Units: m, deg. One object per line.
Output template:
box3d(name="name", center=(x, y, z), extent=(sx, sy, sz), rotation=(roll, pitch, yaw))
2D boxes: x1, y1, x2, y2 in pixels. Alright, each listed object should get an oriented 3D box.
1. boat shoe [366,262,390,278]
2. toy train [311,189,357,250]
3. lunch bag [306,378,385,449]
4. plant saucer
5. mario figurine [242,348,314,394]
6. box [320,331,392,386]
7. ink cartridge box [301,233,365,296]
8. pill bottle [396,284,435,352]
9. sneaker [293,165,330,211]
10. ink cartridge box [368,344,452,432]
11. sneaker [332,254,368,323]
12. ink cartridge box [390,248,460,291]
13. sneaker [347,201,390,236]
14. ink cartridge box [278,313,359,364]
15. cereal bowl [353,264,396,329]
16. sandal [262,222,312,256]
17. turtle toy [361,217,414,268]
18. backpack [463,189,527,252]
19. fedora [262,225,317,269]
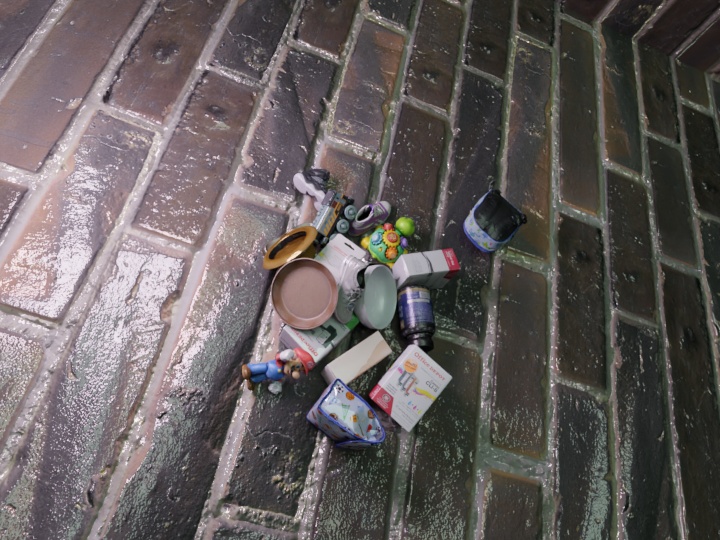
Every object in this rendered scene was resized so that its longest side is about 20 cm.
box3d(name="boat shoe", center=(0.000, 0.000, 1.739), extent=(0.197, 0.068, 0.073), rotation=(2, 64, -16))
box3d(name="toy train", center=(-0.095, -0.164, 1.734), extent=(0.113, 0.085, 0.202), rotation=(31, 85, -30))
box3d(name="lunch bag", center=(-0.036, 0.416, 1.462), extent=(0.199, 0.170, 0.124), rotation=(38, 62, 0))
box3d(name="plant saucer", center=(-0.158, 0.066, 1.529), extent=(0.198, 0.037, 0.203), rotation=(0, 89, 8))
box3d(name="mario figurine", center=(-0.222, 0.282, 1.473), extent=(0.198, 0.124, 0.107), rotation=(-16, 79, -5))
box3d(name="box", center=(-0.013, 0.273, 1.586), extent=(0.199, 0.095, 0.078), rotation=(-31, 79, -28))
box3d(name="ink cartridge box", center=(-0.083, -0.008, 1.626), extent=(0.116, 0.068, 0.200), rotation=(36, 55, 7))
box3d(name="pill bottle", center=(0.180, 0.155, 1.700), extent=(0.110, 0.112, 0.202), rotation=(4, 64, -18))
box3d(name="sneaker", center=(-0.127, -0.277, 1.821), extent=(0.200, 0.076, 0.114), rotation=(44, 57, 2))
box3d(name="ink cartridge box", center=(0.143, 0.334, 1.544), extent=(0.145, 0.145, 0.200), rotation=(40, 82, 4))
box3d(name="sneaker", center=(-0.026, 0.061, 1.543), extent=(0.081, 0.203, 0.074), rotation=(16, 16, 31))
box3d(name="ink cartridge box", center=(0.204, 0.005, 1.761), extent=(0.198, 0.145, 0.084), rotation=(-7, 66, -23))
box3d(name="sneaker", center=(0.047, -0.196, 1.823), extent=(0.073, 0.114, 0.200), rotation=(46, 58, 8))
box3d(name="ink cartridge box", center=(-0.124, 0.176, 1.597), extent=(0.147, 0.083, 0.200), rotation=(44, 59, 6))
box3d(name="cereal bowl", center=(0.033, 0.082, 1.667), extent=(0.199, 0.082, 0.203), rotation=(1, 89, -58))
box3d(name="sandal", center=(-0.224, -0.101, 1.712), extent=(0.199, 0.055, 0.082), rotation=(-25, 75, -28))
box3d(name="turtle toy", center=(0.106, -0.104, 1.805), extent=(0.146, 0.101, 0.200), rotation=(44, 59, 5))
box3d(name="backpack", center=(0.471, -0.164, 1.938), extent=(0.183, 0.147, 0.200), rotation=(44, 55, 4))
box3d(name="fedora", center=(-0.200, -0.050, 1.613), extent=(0.201, 0.199, 0.082), rotation=(-53, 122, -31))
